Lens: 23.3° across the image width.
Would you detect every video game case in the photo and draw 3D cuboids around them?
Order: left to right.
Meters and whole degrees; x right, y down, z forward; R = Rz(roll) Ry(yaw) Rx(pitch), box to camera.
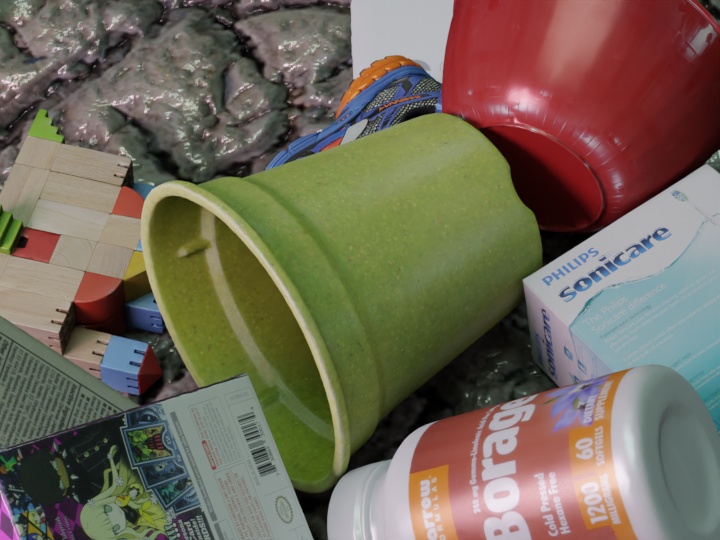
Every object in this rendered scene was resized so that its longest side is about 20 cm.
[{"bbox_3d":[-0.091,0.166,0.882,0.181,0.036,0.201,-16,80,-49],"label":"video game case"}]

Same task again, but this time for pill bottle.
[{"bbox_3d":[0.085,0.125,0.922,0.200,0.112,0.112,-19,42,32],"label":"pill bottle"}]

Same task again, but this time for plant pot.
[{"bbox_3d":[0.000,0.000,1.041,0.184,0.201,0.200,-30,50,-25],"label":"plant pot"}]

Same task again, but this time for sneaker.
[{"bbox_3d":[-0.002,-0.062,1.149,0.078,0.075,0.200,23,66,37],"label":"sneaker"}]

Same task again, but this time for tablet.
[{"bbox_3d":[0.058,-0.141,1.258,0.130,0.014,0.200,-7,48,6],"label":"tablet"}]

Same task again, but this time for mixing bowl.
[{"bbox_3d":[0.126,-0.096,1.085,0.200,0.200,0.109,17,57,24],"label":"mixing bowl"}]

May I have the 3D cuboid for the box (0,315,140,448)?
[{"bbox_3d":[-0.170,0.133,0.930,0.109,0.200,0.128,-28,36,40],"label":"box"}]

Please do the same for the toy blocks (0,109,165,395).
[{"bbox_3d":[-0.178,-0.004,1.146,0.136,0.100,0.200,12,53,6],"label":"toy blocks"}]

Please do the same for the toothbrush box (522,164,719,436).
[{"bbox_3d":[0.211,0.052,1.014,0.146,0.085,0.200,-32,52,-16],"label":"toothbrush box"}]
